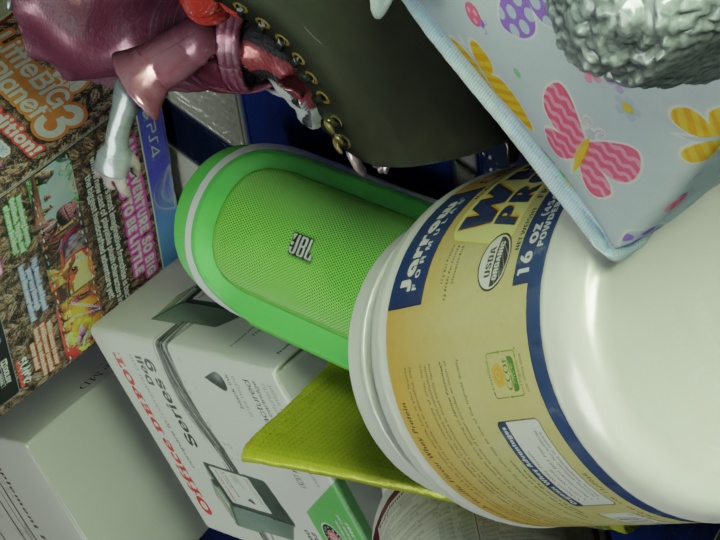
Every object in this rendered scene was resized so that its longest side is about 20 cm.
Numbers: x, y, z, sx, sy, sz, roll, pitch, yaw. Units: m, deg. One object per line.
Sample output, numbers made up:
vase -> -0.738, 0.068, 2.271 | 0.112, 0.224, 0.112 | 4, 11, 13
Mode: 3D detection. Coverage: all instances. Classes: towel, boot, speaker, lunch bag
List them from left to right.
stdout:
boot -> -0.037, -0.097, 0.975 | 0.199, 0.078, 0.139 | -1, 117, 14
speaker -> 0.000, 0.000, 1.175 | 0.200, 0.088, 0.089 | 22, 143, 47
towel -> 0.049, 0.074, 1.128 | 0.199, 0.086, 0.018 | 8, 120, 33
lunch bag -> 0.075, -0.130, 0.818 | 0.200, 0.127, 0.170 | 53, 155, 11

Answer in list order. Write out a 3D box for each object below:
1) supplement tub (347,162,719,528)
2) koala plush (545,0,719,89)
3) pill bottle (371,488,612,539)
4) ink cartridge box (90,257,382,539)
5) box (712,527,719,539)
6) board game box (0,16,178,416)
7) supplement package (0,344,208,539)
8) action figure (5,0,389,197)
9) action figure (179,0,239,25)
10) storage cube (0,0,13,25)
supplement tub -> 0.091, 0.025, 0.979 | 0.145, 0.144, 0.200 | 56, 155, -10
koala plush -> 0.122, -0.179, 0.665 | 0.201, 0.183, 0.177 | 67, 151, 16
pill bottle -> 0.062, 0.140, 1.138 | 0.200, 0.109, 0.110 | -100, -14, -62
ink cartridge box -> -0.036, 0.075, 1.344 | 0.200, 0.084, 0.146 | 9, 132, 57
box -> 0.212, 0.165, 1.034 | 0.164, 0.086, 0.200 | 43, 155, 17
board game box -> -0.201, -0.018, 1.360 | 0.097, 0.200, 0.160 | 38, 152, 28
supplement package -> -0.176, 0.108, 1.589 | 0.200, 0.121, 0.120 | 5, 129, 58
action figure -> -0.064, -0.112, 1.147 | 0.200, 0.133, 0.150 | 14, 108, 52
action figure -> -0.059, -0.170, 1.083 | 0.200, 0.099, 0.065 | 58, 172, 48
storage cube -> -0.271, -0.189, 1.279 | 0.180, 0.171, 0.200 | 49, 157, 7
